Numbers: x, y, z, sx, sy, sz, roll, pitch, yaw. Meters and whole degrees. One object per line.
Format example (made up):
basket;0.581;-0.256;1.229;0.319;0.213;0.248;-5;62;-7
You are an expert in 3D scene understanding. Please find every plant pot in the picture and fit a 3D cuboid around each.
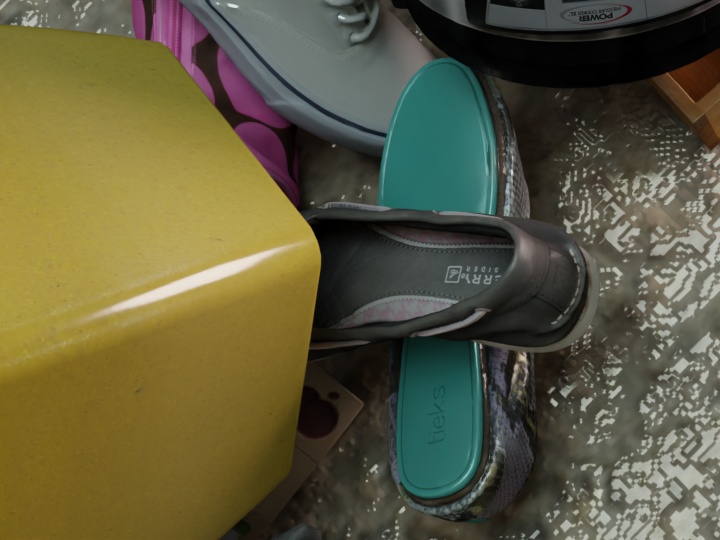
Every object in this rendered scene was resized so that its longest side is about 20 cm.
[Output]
plant pot;-0.127;0.021;0.963;0.175;0.201;0.200;-18;49;-27

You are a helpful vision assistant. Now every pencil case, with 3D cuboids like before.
pencil case;-0.070;-0.112;1.128;0.090;0.094;0.201;-5;70;4

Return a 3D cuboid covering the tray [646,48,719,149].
tray;0.127;-0.157;1.100;0.099;0.037;0.200;-41;61;4

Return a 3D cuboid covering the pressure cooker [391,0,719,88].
pressure cooker;0.090;-0.171;0.993;0.178;0.201;0.176;-36;50;-23

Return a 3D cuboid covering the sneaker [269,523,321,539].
sneaker;-0.007;0.187;1.005;0.115;0.075;0.201;-30;62;6

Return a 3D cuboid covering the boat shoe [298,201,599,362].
boat shoe;0.000;0.000;1.007;0.199;0.057;0.067;-1;71;35

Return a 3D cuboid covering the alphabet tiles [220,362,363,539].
alphabet tiles;-0.127;0.059;1.082;0.200;0.008;0.167;40;88;-1

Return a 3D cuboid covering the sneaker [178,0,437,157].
sneaker;-0.028;-0.122;1.066;0.071;0.200;0.073;-27;32;50

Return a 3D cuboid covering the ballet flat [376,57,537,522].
ballet flat;0.044;0.012;1.052;0.072;0.072;0.202;-7;68;19
